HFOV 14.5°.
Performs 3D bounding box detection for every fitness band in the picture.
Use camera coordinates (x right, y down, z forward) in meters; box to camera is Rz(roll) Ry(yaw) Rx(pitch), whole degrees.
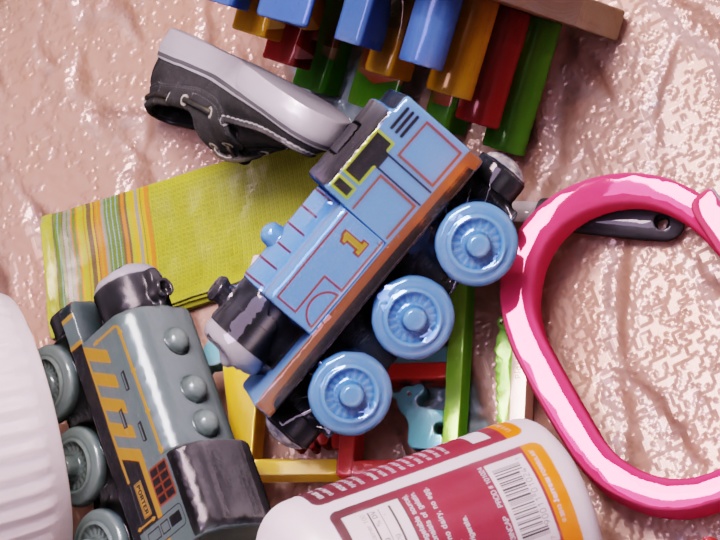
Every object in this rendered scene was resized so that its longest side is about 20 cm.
[{"bbox_3d":[0.160,0.038,1.536,0.143,0.037,0.201,-32,68,7],"label":"fitness band"}]

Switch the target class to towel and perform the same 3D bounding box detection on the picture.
[{"bbox_3d":[-0.099,-0.021,1.688,0.199,0.018,0.087,-18,67,17],"label":"towel"}]

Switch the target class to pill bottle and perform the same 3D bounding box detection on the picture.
[{"bbox_3d":[0.018,0.158,1.475,0.199,0.113,0.113,-18,62,-18],"label":"pill bottle"}]

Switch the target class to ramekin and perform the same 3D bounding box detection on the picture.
[{"bbox_3d":[-0.233,0.102,1.603,0.104,0.200,0.201,-13,63,-16],"label":"ramekin"}]

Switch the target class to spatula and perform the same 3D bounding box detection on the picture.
[{"bbox_3d":[0.087,-0.031,1.609,0.199,0.021,0.057,4,73,24],"label":"spatula"}]

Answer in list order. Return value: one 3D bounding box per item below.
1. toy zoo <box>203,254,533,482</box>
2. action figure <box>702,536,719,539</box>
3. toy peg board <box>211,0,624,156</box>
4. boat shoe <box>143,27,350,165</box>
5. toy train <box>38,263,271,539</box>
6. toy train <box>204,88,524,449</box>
[{"bbox_3d":[0.001,0.054,1.605,0.199,0.020,0.132,-2,72,17],"label":"toy zoo"},{"bbox_3d":[0.275,0.109,1.467,0.199,0.052,0.066,-34,59,7],"label":"action figure"},{"bbox_3d":[0.012,-0.137,1.589,0.199,0.199,0.098,18,96,27],"label":"toy peg board"},{"bbox_3d":[-0.068,-0.091,1.645,0.200,0.068,0.057,32,97,59],"label":"boat shoe"},{"bbox_3d":[-0.119,0.095,1.602,0.114,0.085,0.201,-39,60,38],"label":"toy train"},{"bbox_3d":[0.000,0.000,1.547,0.114,0.087,0.200,40,91,-9],"label":"toy train"}]
